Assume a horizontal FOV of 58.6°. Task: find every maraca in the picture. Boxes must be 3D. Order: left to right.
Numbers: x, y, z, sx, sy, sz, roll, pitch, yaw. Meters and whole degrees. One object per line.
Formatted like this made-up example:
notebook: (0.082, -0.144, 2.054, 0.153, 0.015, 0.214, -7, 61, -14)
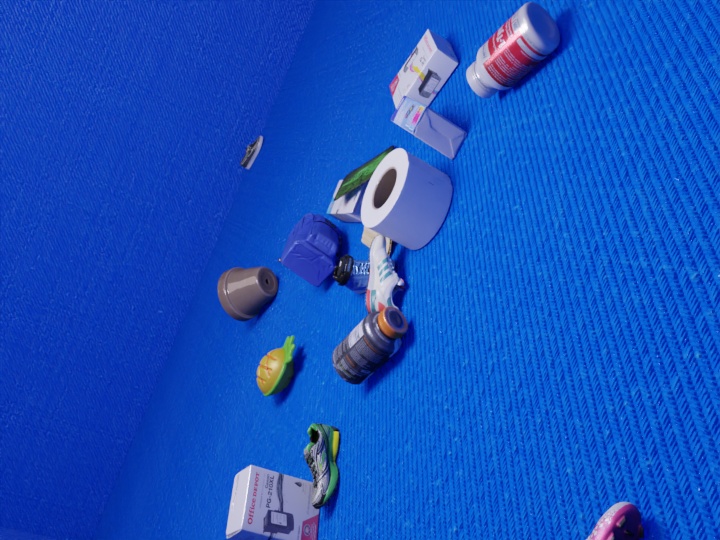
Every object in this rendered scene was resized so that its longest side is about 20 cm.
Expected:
maraca: (-0.245, 0.287, 1.923, 0.202, 0.105, 0.138, -57, 25, 19)

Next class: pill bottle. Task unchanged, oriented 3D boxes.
pill bottle: (0.026, 0.167, 1.470, 0.200, 0.104, 0.108, -47, 31, 36)
pill bottle: (0.324, -0.469, 1.392, 0.199, 0.110, 0.115, -36, 38, 48)

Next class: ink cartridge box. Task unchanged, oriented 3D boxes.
ink cartridge box: (-0.197, 0.554, 1.482, 0.084, 0.197, 0.148, -40, 35, 43)
ink cartridge box: (-0.020, -0.211, 1.932, 0.199, 0.067, 0.119, 11, 78, 65)
ink cartridge box: (0.174, -0.548, 1.803, 0.201, 0.084, 0.150, -53, 27, 30)
ink cartridge box: (0.162, -0.364, 1.606, 0.077, 0.134, 0.200, -58, 26, 11)

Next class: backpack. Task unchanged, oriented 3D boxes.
backpack: (-0.133, -0.079, 1.955, 0.167, 0.162, 0.202, -42, 20, 25)

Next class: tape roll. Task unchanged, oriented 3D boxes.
tape roll: (0.109, -0.170, 1.548, 0.203, 0.137, 0.206, -44, 32, 38)

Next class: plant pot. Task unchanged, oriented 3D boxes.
plant pot: (-0.401, 0.065, 2.369, 0.172, 0.199, 0.204, -23, 46, 33)

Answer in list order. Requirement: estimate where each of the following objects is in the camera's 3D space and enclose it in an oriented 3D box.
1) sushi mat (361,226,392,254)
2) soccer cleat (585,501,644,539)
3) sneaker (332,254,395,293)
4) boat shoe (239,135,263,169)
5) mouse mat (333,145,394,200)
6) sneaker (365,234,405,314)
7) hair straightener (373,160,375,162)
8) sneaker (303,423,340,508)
sushi mat: (0.045, -0.097, 1.734, 0.200, 0.012, 0.099, -140, 56, -65)
soccer cleat: (0.282, 0.375, 0.805, 0.086, 0.069, 0.205, 21, 89, 65)
sneaker: (0.000, 0.001, 1.658, 0.199, 0.109, 0.079, -21, 50, 57)
boat shoe: (-0.594, -0.649, 3.494, 0.203, 0.063, 0.071, -59, 26, 18)
mouse mat: (0.010, -0.285, 1.870, 0.197, 0.008, 0.162, -27, 25, 29)
sneaker: (0.066, 0.013, 1.551, 0.071, 0.091, 0.205, 63, -148, -67)
hair straightener: (0.068, -0.275, 1.832, 0.078, 0.040, 0.201, -58, 20, 18)
sneaker: (-0.101, 0.457, 1.508, 0.078, 0.084, 0.204, -44, 33, 38)
